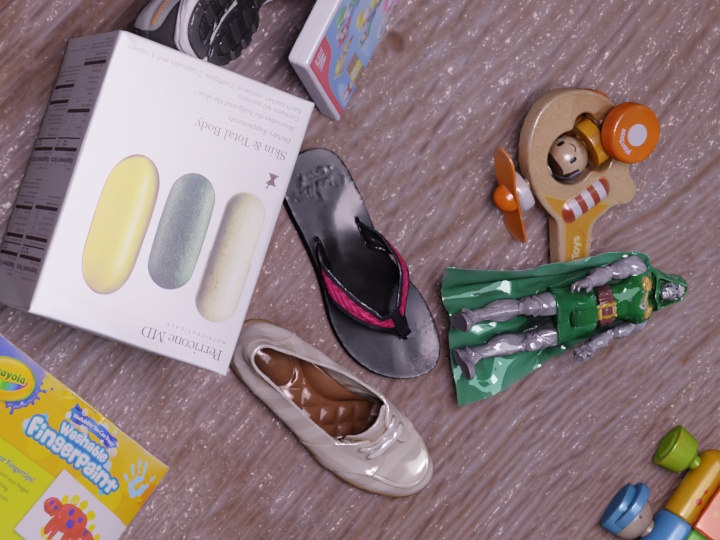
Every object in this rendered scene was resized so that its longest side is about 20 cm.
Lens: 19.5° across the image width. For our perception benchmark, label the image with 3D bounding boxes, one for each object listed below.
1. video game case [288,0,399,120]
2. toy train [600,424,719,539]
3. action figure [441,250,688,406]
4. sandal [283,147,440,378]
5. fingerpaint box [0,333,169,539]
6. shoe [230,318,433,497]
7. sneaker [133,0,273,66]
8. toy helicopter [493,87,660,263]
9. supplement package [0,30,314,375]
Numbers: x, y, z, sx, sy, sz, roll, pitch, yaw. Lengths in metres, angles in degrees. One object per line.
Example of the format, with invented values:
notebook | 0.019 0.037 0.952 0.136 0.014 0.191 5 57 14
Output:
video game case | 0.010 -0.220 1.546 0.017 0.143 0.200 25 83 13
toy train | 0.292 0.166 1.711 0.116 0.085 0.200 37 80 -6
action figure | 0.166 0.032 1.631 0.200 0.055 0.118 -15 118 -18
sandal | 0.000 0.000 1.599 0.075 0.045 0.200 -32 104 -17
fingerpaint box | -0.257 0.146 1.458 0.167 0.073 0.200 -55 133 -9
shoe | -0.019 0.111 1.594 0.200 0.053 0.070 38 80 -19
sneaker | -0.092 -0.215 1.518 0.200 0.079 0.074 -46 129 -43
toy helicopter | 0.158 -0.044 1.646 0.132 0.079 0.201 -9 109 -27
supplement package | -0.152 -0.048 1.480 0.151 0.151 0.200 19 86 -21
